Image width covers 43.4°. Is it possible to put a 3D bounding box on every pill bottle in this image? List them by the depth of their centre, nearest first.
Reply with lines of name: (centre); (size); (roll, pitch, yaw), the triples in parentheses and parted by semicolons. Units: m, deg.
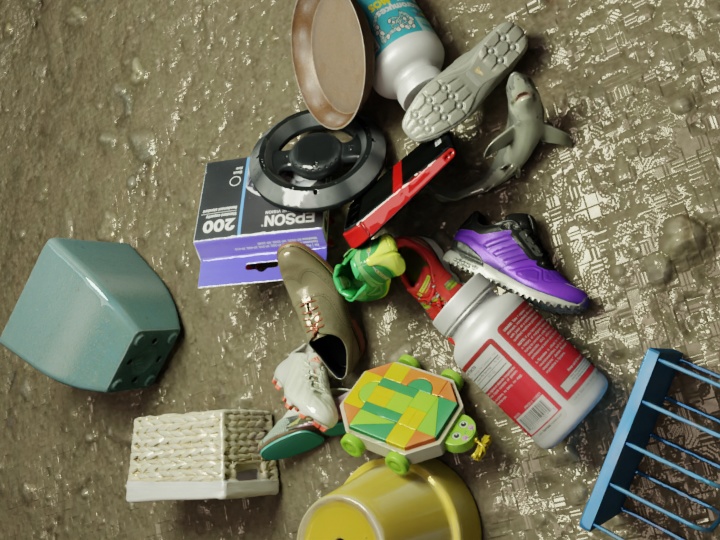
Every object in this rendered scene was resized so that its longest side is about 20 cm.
pill bottle: (0.183, 0.102, 1.066); (0.200, 0.112, 0.113); (45, 108, 11)
pill bottle: (0.044, -0.314, 1.239); (0.110, 0.110, 0.202); (-38, 66, 23)

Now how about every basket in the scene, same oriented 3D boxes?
basket: (-0.233, 0.273, 1.334); (0.198, 0.135, 0.126); (-11, 76, 31)

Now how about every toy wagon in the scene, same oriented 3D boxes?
toy wagon: (0.073, 0.184, 1.146); (0.198, 0.040, 0.156); (15, 49, 33)

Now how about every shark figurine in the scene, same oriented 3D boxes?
shark figurine: (0.180, -0.162, 1.167); (0.215, 0.127, 0.090); (-54, 33, 36)

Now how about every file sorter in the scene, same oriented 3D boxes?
file sorter: (0.341, 0.200, 0.968); (0.122, 0.138, 0.203); (23, 96, 29)

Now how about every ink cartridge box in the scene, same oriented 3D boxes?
ink cartridge box: (-0.140, -0.078, 1.298); (0.195, 0.044, 0.203); (-6, 59, 13)

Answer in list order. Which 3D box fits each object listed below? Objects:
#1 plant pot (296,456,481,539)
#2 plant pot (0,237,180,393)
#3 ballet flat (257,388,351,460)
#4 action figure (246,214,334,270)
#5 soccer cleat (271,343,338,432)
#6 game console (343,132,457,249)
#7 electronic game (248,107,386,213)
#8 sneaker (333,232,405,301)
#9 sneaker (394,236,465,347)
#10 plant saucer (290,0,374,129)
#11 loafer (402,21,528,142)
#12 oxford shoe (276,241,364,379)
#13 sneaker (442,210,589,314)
plant pot: (0.024, 0.335, 1.126); (0.198, 0.188, 0.204); (-5, 81, 33)
plant pot: (-0.408, 0.089, 1.444); (0.199, 0.196, 0.197); (36, 103, 22)
ballet flat: (-0.059, 0.208, 1.275); (0.198, 0.069, 0.072); (-24, 54, 24)
action figure: (-0.145, -0.045, 1.336); (0.198, 0.099, 0.066); (-23, 50, 31)
soccer cleat: (-0.070, 0.153, 1.234); (0.078, 0.069, 0.200); (-55, 23, -1)
game console: (0.052, -0.109, 1.163); (0.176, 0.200, 0.031); (-39, 101, 12)
electronic game: (-0.060, -0.159, 1.275); (0.197, 0.042, 0.202); (-5, 52, 7)
sneaker: (0.000, 0.000, 1.181); (0.082, 0.200, 0.075); (-20, 80, -12)
sneaker: (0.098, 0.033, 1.175); (0.077, 0.084, 0.201); (-50, 61, 19)
plant saucer: (-0.035, -0.296, 1.237); (0.200, 0.034, 0.203); (32, 129, 52)
loafer: (0.135, -0.237, 1.168); (0.199, 0.070, 0.070); (-40, 89, -2)
oxford shoe: (-0.054, 0.054, 1.221); (0.070, 0.075, 0.201); (-25, 108, 21)
sneaker: (0.202, -0.020, 1.125); (0.198, 0.069, 0.101); (26, 90, 30)
